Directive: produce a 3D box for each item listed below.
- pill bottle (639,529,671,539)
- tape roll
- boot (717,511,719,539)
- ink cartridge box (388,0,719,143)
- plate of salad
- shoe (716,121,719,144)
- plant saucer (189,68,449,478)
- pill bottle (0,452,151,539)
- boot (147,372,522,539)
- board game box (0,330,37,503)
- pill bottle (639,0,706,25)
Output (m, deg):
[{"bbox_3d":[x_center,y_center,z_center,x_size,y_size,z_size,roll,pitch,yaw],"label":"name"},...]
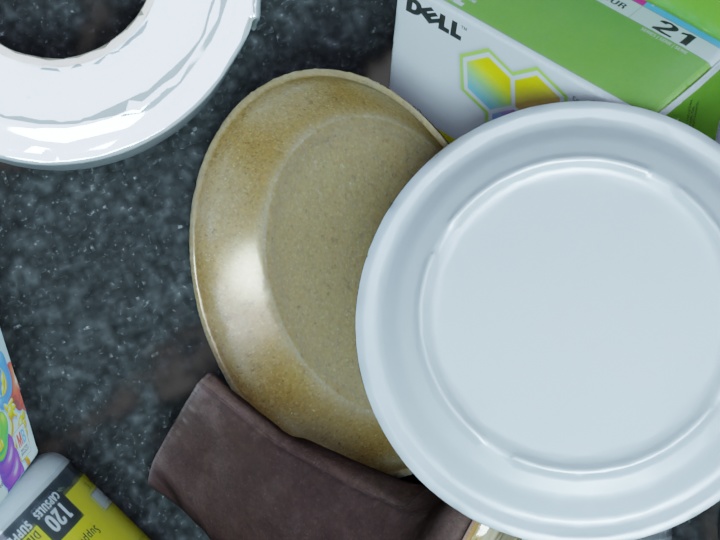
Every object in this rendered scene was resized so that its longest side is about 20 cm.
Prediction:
[{"bbox_3d":[0.097,0.097,1.356,0.110,0.111,0.201,0,90,-4],"label":"pill bottle"},{"bbox_3d":[-0.148,-0.149,1.359,0.202,0.071,0.203,0,89,-4],"label":"tape roll"},{"bbox_3d":[0.225,0.087,1.330,0.070,0.132,0.200,9,109,-1],"label":"boot"},{"bbox_3d":[0.094,-0.119,1.291,0.148,0.200,0.076,32,51,24],"label":"ink cartridge box"},{"bbox_3d":[0.098,0.024,1.227,0.200,0.048,0.201,-1,76,6],"label":"plate of salad"},{"bbox_3d":[0.274,-0.046,1.393,0.200,0.071,0.091,31,86,-8],"label":"shoe"},{"bbox_3d":[0.000,0.000,1.338,0.035,0.200,0.201,-16,91,-46],"label":"plant saucer"},{"bbox_3d":[-0.117,0.192,1.339,0.200,0.112,0.112,44,87,-3],"label":"pill bottle"},{"bbox_3d":[-0.018,0.109,1.304,0.166,0.200,0.072,42,54,6],"label":"boot"},{"bbox_3d":[-0.269,0.075,1.290,0.200,0.105,0.103,-9,109,17],"label":"board game box"},{"bbox_3d":[0.233,-0.126,1.326,0.200,0.114,0.114,33,88,6],"label":"pill bottle"}]
